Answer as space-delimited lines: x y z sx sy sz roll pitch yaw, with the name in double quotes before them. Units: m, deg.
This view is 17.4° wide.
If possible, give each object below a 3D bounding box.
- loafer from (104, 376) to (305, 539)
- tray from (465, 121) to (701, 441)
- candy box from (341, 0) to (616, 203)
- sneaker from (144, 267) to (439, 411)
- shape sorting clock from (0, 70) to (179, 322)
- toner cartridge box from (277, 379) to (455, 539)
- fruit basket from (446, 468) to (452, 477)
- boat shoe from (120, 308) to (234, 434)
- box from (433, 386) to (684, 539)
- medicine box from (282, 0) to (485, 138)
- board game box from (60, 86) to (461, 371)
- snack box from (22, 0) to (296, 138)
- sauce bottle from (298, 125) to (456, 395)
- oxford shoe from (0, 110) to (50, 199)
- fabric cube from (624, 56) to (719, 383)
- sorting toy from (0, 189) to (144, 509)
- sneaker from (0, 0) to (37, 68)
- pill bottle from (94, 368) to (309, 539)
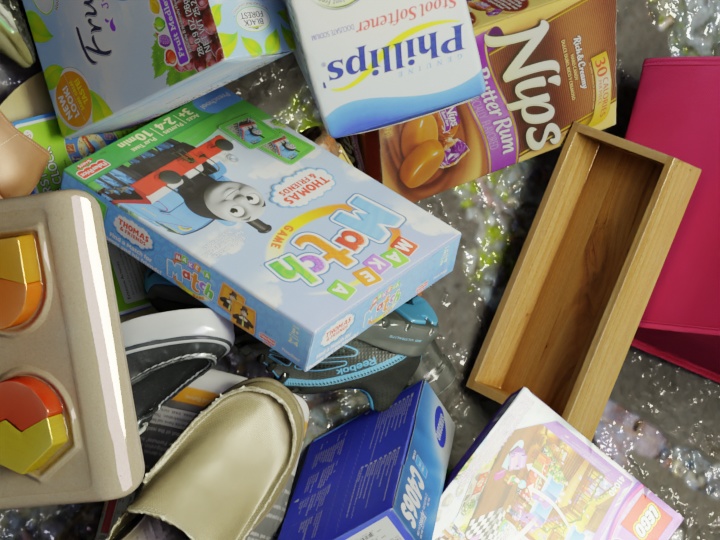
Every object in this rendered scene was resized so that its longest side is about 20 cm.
"loafer" -0.102 0.149 1.404 0.076 0.067 0.200 37 80 -4
"tray" 0.153 0.007 1.613 0.037 0.099 0.200 20 93 -43
"candy box" 0.082 -0.129 1.606 0.200 0.056 0.117 -23 127 -26
"sneaker" -0.049 0.042 1.509 0.200 0.073 0.082 14 115 -21
"shape sorting clock" -0.159 -0.040 1.516 0.200 0.039 0.200 7 76 -30
"toner cartridge box" 0.004 0.145 1.498 0.095 0.200 0.043 -29 104 17
"fruit basket" 0.114 0.254 1.583 0.215 0.155 0.216 1 88 -25
"boat shoe" -0.158 0.085 1.435 0.072 0.200 0.068 32 39 -57
"box" 0.095 0.195 1.505 0.137 0.039 0.200 40 75 -1
"medicine box" -0.009 -0.210 1.428 0.103 0.182 0.200 -17 116 -2
"board game box" -0.061 -0.030 1.446 0.151 0.200 0.037 -34 148 -44
"snack box" -0.140 -0.200 1.438 0.068 0.169 0.200 -12 85 -44
"sauce bottle" 0.000 0.000 1.580 0.066 0.066 0.200 -37 109 -22
"oxford shoe" -0.275 -0.114 1.436 0.200 0.071 0.071 43 75 -13
"fabric cube" 0.303 -0.023 1.644 0.200 0.196 0.200 22 79 -37
"sorting toy" -0.236 0.054 1.409 0.036 0.200 0.185 -17 99 -66
"sneaker" -0.287 -0.183 1.454 0.089 0.077 0.200 -43 117 15
"pill bottle" -0.109 0.165 1.495 0.116 0.116 0.200 19 81 -25
